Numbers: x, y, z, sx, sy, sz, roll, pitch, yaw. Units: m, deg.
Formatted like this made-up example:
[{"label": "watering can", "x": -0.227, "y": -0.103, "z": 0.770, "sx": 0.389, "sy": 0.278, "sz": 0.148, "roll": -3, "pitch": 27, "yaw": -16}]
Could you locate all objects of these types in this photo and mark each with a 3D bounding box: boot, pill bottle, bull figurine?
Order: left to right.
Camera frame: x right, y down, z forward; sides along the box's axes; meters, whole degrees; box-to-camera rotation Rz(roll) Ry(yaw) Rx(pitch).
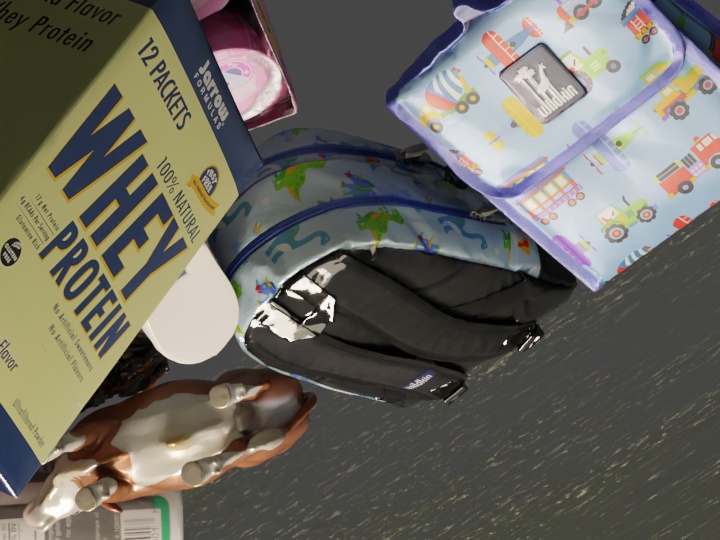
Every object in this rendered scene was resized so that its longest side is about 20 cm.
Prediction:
[{"label": "pill bottle", "x": -0.222, "y": 0.163, "z": 1.429, "sx": 0.200, "sy": 0.113, "sz": 0.113, "roll": -1, "pitch": 140, "yaw": -22}, {"label": "boot", "x": -0.130, "y": -0.042, "z": 1.203, "sx": 0.073, "sy": 0.090, "sz": 0.200, "roll": -29, "pitch": 133, "yaw": -17}, {"label": "bull figurine", "x": -0.125, "y": 0.105, "z": 1.320, "sx": 0.200, "sy": 0.065, "sz": 0.121, "roll": -22, "pitch": 179, "yaw": 14}]

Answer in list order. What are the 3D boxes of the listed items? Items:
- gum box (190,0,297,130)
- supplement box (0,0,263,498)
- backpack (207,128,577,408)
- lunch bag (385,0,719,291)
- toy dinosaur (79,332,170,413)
[{"label": "gum box", "x": -0.096, "y": -0.165, "z": 1.055, "sx": 0.066, "sy": 0.114, "sz": 0.200, "roll": -20, "pitch": 144, "yaw": 2}, {"label": "supplement box", "x": -0.191, "y": -0.043, "z": 0.999, "sx": 0.200, "sy": 0.200, "sz": 0.134, "roll": -55, "pitch": 149, "yaw": -23}, {"label": "backpack", "x": 0.000, "y": 0.000, "z": 1.305, "sx": 0.163, "sy": 0.154, "sz": 0.200, "roll": -37, "pitch": 161, "yaw": 32}, {"label": "lunch bag", "x": 0.121, "y": -0.105, "z": 1.268, "sx": 0.151, "sy": 0.094, "sz": 0.200, "roll": -38, "pitch": 127, "yaw": 24}, {"label": "toy dinosaur", "x": -0.211, "y": 0.064, "z": 1.330, "sx": 0.200, "sy": 0.102, "sz": 0.136, "roll": -29, "pitch": 166, "yaw": -22}]
